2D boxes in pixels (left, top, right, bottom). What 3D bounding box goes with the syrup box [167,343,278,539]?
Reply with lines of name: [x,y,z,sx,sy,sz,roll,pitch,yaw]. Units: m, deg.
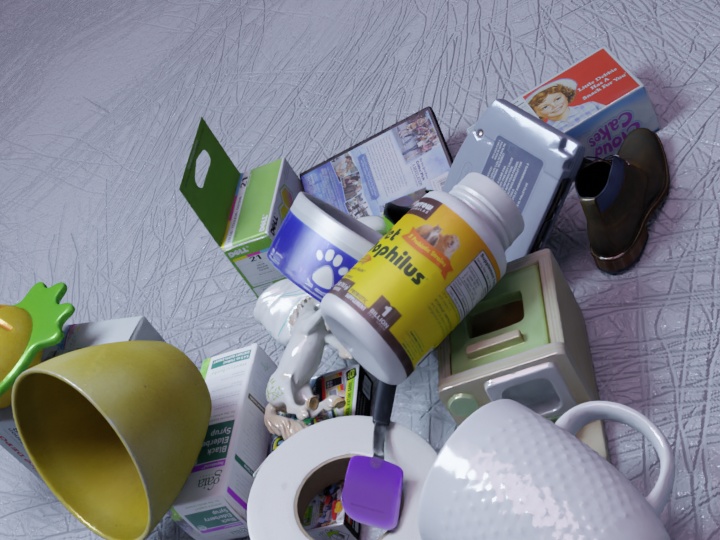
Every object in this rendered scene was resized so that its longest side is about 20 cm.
syrup box: [-0.141,0.188,1.199,0.078,0.082,0.202,-18,40,26]

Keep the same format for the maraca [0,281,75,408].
maraca: [-0.409,0.090,1.247,0.199,0.107,0.137,-37,44,-2]

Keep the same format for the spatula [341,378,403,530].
spatula: [0.019,0.158,1.063,0.055,0.021,0.202,15,41,-5]

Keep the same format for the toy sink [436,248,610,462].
toy sink: [0.149,0.097,1.049,0.128,0.113,0.202,-20,40,20]

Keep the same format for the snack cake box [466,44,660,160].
snack cake box: [0.237,-0.169,1.305,0.198,0.068,0.116,-30,35,6]

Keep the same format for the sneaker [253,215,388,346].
sneaker: [-0.032,0.018,1.322,0.200,0.071,0.080,-42,52,-4]

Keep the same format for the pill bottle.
pill bottle: [0.063,0.003,1.041,0.200,0.110,0.109,-45,38,-13]

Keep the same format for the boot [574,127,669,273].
boot: [0.281,-0.105,1.177,0.074,0.097,0.202,-5,47,32]

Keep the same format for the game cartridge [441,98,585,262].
game cartridge: [0.148,-0.072,1.181,0.132,0.041,0.203,35,114,30]

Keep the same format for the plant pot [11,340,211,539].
plant pot: [-0.233,0.151,1.115,0.197,0.203,0.142,5,30,40]

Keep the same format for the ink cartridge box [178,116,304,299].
ink cartridge box: [-0.136,-0.086,1.390,0.075,0.201,0.149,-15,41,22]

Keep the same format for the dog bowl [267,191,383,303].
dog bowl: [0.000,0.000,1.187,0.080,0.198,0.200,-59,38,6]

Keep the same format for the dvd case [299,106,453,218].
dvd case: [0.026,-0.107,1.398,0.197,0.018,0.145,-26,61,13]

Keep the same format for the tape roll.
tape roll: [-0.010,0.228,1.041,0.198,0.037,0.205,-6,44,5]

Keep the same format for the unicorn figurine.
unicorn figurine: [-0.051,0.087,1.181,0.201,0.074,0.136,-54,28,-18]

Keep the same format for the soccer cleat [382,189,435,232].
soccer cleat: [0.116,-0.059,1.267,0.197,0.081,0.068,-9,44,30]

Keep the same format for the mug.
mug: [0.173,0.193,0.901,0.174,0.149,0.200,29,67,39]

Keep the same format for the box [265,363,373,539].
box: [-0.047,0.198,1.155,0.108,0.035,0.202,-18,41,22]

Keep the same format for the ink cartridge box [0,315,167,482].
ink cartridge box: [-0.319,0.161,1.311,0.197,0.146,0.146,-7,45,32]
